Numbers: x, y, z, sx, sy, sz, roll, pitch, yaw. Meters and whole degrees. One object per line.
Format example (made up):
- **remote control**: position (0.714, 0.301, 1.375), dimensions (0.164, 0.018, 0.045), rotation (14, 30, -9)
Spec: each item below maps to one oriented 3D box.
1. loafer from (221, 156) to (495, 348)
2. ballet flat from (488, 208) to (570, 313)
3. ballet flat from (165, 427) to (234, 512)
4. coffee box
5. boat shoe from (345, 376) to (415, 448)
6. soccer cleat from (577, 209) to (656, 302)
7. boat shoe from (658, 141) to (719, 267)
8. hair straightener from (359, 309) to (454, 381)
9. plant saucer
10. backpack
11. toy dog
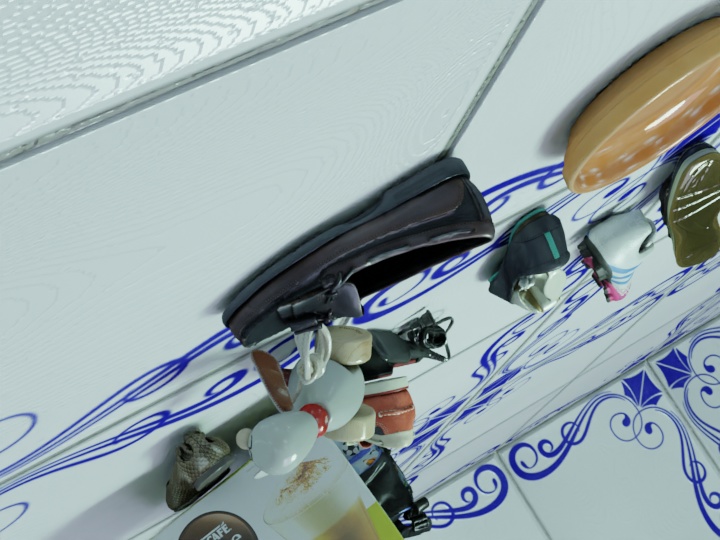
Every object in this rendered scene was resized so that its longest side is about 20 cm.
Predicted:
- **loafer**: position (0.000, 0.000, 0.945), dimensions (0.199, 0.063, 0.072), rotation (-33, 166, 0)
- **ballet flat**: position (0.164, 0.005, 1.330), dimensions (0.072, 0.074, 0.200), rotation (-30, 166, -10)
- **ballet flat**: position (-0.154, 0.183, 1.288), dimensions (0.067, 0.046, 0.200), rotation (-38, 174, -18)
- **coffee box**: position (-0.068, 0.279, 1.357), dimensions (0.199, 0.199, 0.200), rotation (-36, 175, -6)
- **boat shoe**: position (0.001, 0.142, 1.351), dimensions (0.070, 0.063, 0.200), rotation (-13, 177, -22)
- **soccer cleat**: position (0.293, -0.017, 1.545), dimensions (0.086, 0.070, 0.200), rotation (-34, 166, 5)
- **boat shoe**: position (0.348, -0.077, 1.483), dimensions (0.072, 0.065, 0.201), rotation (-21, 147, -5)
- **hair straightener**: position (0.055, 0.075, 1.370), dimensions (0.077, 0.041, 0.199), rotation (-39, 160, 20)
- **plant saucer**: position (0.236, -0.133, 1.083), dimensions (0.199, 0.038, 0.200), rotation (-32, 166, -9)
- **backpack**: position (-0.035, 0.257, 1.557), dimensions (0.198, 0.156, 0.191), rotation (-26, 174, -2)
- **toy dog**: position (-0.056, 0.103, 1.124), dimensions (0.095, 0.134, 0.200), rotation (4, 173, 20)
